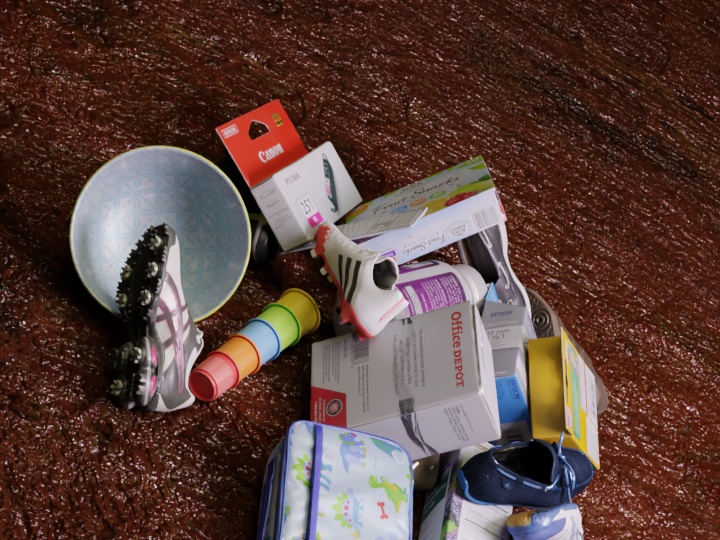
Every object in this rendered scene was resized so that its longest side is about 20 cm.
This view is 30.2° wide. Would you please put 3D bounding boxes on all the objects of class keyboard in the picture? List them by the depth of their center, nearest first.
[{"bbox_3d":[-0.012,-0.049,1.671,0.056,0.199,0.011,-40,115,-56],"label":"keyboard"}]

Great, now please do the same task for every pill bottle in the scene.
[{"bbox_3d":[0.069,0.048,1.676,0.199,0.112,0.113,-13,58,-45],"label":"pill bottle"}]

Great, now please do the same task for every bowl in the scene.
[{"bbox_3d":[-0.227,-0.036,1.510,0.199,0.201,0.108,30,-6,-9],"label":"bowl"}]

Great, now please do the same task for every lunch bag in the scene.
[{"bbox_3d":[-0.027,0.261,1.374,0.160,0.083,0.201,18,51,-16],"label":"lunch bag"}]

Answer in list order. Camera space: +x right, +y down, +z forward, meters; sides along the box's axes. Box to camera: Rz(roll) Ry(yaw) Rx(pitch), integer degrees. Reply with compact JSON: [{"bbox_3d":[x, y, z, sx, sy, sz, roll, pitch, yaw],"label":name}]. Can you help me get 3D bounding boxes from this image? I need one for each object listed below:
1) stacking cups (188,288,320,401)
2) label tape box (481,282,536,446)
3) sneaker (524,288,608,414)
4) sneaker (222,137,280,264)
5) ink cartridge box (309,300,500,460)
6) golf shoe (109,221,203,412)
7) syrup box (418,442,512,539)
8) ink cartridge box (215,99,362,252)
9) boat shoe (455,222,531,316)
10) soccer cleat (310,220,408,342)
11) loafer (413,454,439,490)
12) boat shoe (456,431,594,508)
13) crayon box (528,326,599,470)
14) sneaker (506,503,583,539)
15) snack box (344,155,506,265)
[{"bbox_3d":[-0.123,0.091,1.530,0.060,0.061,0.200,42,42,7],"label":"stacking cups"},{"bbox_3d":[0.196,0.125,1.676,0.201,0.066,0.144,-68,144,-51],"label":"label tape box"},{"bbox_3d":[0.268,0.116,1.821,0.075,0.070,0.201,19,38,-55],"label":"sneaker"},{"bbox_3d":[-0.147,-0.086,1.703,0.082,0.072,0.201,-6,49,2],"label":"sneaker"},{"bbox_3d":[0.050,0.132,1.494,0.145,0.198,0.084,-91,159,-47],"label":"ink cartridge box"},{"bbox_3d":[-0.214,0.052,1.433,0.088,0.077,0.202,14,79,-41],"label":"golf shoe"},{"bbox_3d":[0.116,0.285,1.488,0.081,0.079,0.201,28,38,-11],"label":"syrup box"},{"bbox_3d":[-0.085,-0.131,1.690,0.174,0.043,0.200,61,25,-7],"label":"ink cartridge box"},{"bbox_3d":[0.173,0.011,1.779,0.060,0.073,0.202,-30,111,-46],"label":"boat shoe"},{"bbox_3d":[0.000,0.000,1.555,0.069,0.085,0.201,50,11,-37],"label":"soccer cleat"},{"bbox_3d":[0.072,0.184,1.572,0.067,0.076,0.201,31,47,-9],"label":"loafer"},{"bbox_3d":[0.200,0.227,1.495,0.199,0.069,0.084,-4,54,-44],"label":"boat shoe"},{"bbox_3d":[0.246,0.161,1.631,0.200,0.051,0.127,48,39,-60],"label":"crayon box"},{"bbox_3d":[0.216,0.309,1.485,0.200,0.075,0.089,31,50,-65],"label":"sneaker"},{"bbox_3d":[0.080,-0.070,1.720,0.142,0.199,0.053,-97,164,-70],"label":"snack box"}]
